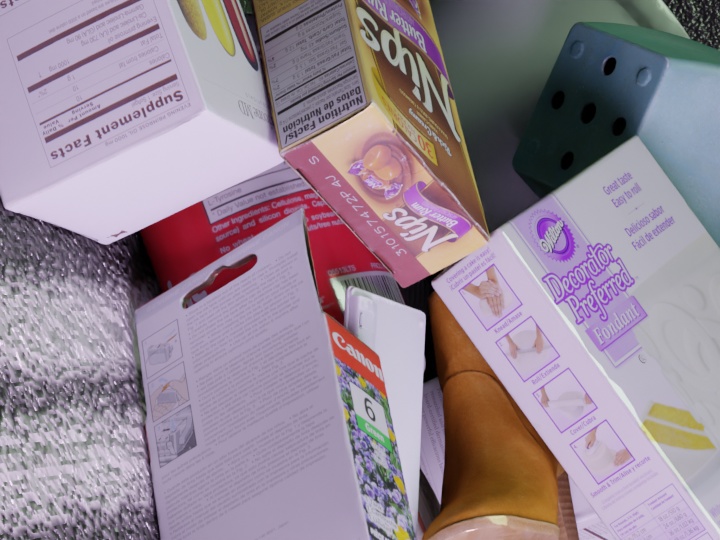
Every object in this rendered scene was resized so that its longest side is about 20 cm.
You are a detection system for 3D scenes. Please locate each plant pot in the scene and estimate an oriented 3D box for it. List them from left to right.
[{"bbox_3d":[0.194,-0.055,1.686,0.199,0.142,0.141,21,5,-37],"label":"plant pot"}]

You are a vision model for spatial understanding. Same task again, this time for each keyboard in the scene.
[{"bbox_3d":[0.008,0.109,1.412,0.056,0.011,0.201,24,64,-50],"label":"keyboard"}]

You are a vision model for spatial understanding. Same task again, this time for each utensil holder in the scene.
[{"bbox_3d":[0.082,-0.085,1.786,0.170,0.200,0.170,41,-13,11],"label":"utensil holder"}]

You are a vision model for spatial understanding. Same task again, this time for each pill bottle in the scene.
[{"bbox_3d":[-0.052,-0.020,1.500,0.201,0.112,0.112,69,15,13],"label":"pill bottle"}]

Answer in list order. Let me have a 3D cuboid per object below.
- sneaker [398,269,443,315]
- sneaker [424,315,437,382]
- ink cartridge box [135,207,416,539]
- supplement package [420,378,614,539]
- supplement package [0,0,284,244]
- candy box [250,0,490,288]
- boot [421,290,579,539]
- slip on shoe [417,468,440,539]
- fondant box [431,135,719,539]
[{"bbox_3d":[0.011,-0.060,1.619,0.199,0.084,0.121,28,55,4],"label":"sneaker"},{"bbox_3d":[0.000,0.000,1.717,0.200,0.075,0.080,47,21,-50],"label":"sneaker"},{"bbox_3d":[-0.041,0.080,1.381,0.050,0.109,0.201,39,29,-42],"label":"ink cartridge box"},{"bbox_3d":[0.109,0.104,1.655,0.114,0.199,0.110,32,36,-64],"label":"supplement package"},{"bbox_3d":[-0.127,-0.130,1.415,0.114,0.109,0.201,21,46,-68],"label":"supplement package"},{"bbox_3d":[-0.001,-0.102,1.482,0.117,0.056,0.201,47,23,-42],"label":"candy box"},{"bbox_3d":[0.056,0.077,1.499,0.201,0.070,0.145,19,53,-71],"label":"boot"},{"bbox_3d":[0.027,0.177,1.532,0.074,0.061,0.201,46,30,-78],"label":"slip on shoe"},{"bbox_3d":[0.146,0.047,1.510,0.200,0.058,0.144,53,40,3],"label":"fondant box"}]
